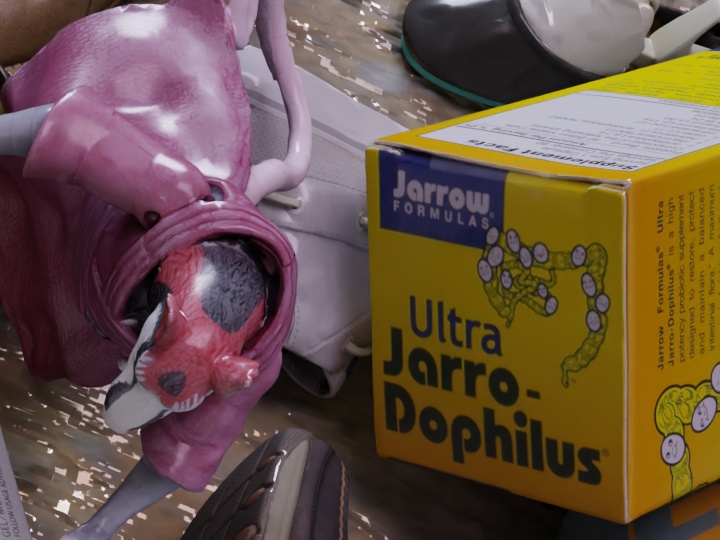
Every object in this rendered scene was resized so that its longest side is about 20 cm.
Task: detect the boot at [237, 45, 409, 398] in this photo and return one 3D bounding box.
[{"bbox_3d":[0.000,0.000,0.912,0.199,0.073,0.096,23,75,-33],"label":"boot"}]

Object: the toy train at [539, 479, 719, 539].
[{"bbox_3d":[0.118,0.134,0.860,0.113,0.085,0.201,9,49,-14],"label":"toy train"}]

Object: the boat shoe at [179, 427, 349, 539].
[{"bbox_3d":[-0.029,0.142,0.769,0.073,0.074,0.201,30,52,-22],"label":"boat shoe"}]

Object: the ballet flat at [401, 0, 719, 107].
[{"bbox_3d":[0.115,-0.093,1.053,0.199,0.068,0.068,11,50,-25],"label":"ballet flat"}]

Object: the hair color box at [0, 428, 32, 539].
[{"bbox_3d":[-0.186,0.091,0.706,0.199,0.064,0.111,-1,56,-33],"label":"hair color box"}]

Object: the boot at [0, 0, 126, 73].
[{"bbox_3d":[-0.099,-0.126,0.938,0.074,0.076,0.200,48,45,9],"label":"boot"}]

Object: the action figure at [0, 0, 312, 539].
[{"bbox_3d":[-0.050,0.001,0.745,0.148,0.135,0.200,-21,20,-13],"label":"action figure"}]

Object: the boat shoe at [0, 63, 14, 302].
[{"bbox_3d":[-0.129,-0.033,0.843,0.199,0.068,0.072,-16,62,-42],"label":"boat shoe"}]

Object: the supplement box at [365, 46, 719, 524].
[{"bbox_3d":[0.108,-0.003,0.885,0.108,0.110,0.199,12,20,42],"label":"supplement box"}]
